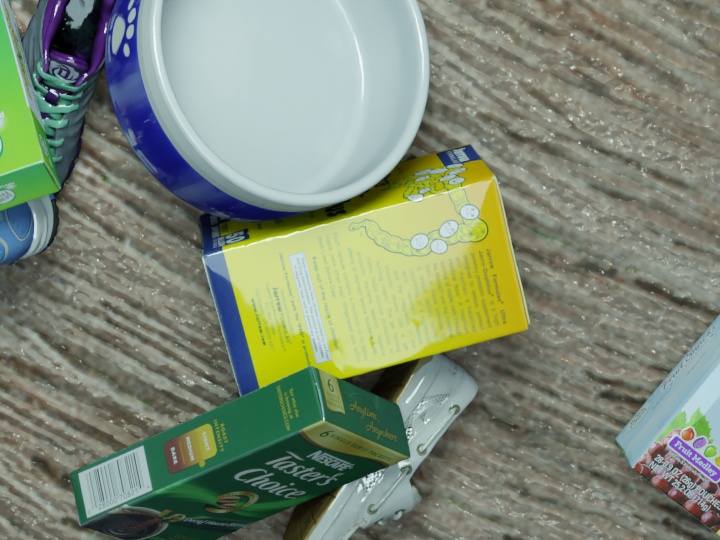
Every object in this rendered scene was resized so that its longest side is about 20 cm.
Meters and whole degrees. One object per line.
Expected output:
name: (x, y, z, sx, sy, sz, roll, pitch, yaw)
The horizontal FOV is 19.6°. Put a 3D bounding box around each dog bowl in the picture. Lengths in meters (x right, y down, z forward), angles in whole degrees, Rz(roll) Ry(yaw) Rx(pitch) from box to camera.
dog bowl: (-0.059, -0.133, 1.328, 0.199, 0.079, 0.201, 6, 79, -30)

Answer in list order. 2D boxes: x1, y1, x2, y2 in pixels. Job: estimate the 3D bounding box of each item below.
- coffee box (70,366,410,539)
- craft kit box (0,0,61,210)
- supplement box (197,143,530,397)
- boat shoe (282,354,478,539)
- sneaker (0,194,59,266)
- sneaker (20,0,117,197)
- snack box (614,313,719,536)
coffee box: (-0.080, 0.131, 1.395, 0.199, 0.123, 0.044, -24, 63, 20)
craft kit box: (-0.308, -0.108, 1.314, 0.199, 0.049, 0.198, -19, 66, -1)
supplement box: (0.000, 0.000, 1.402, 0.199, 0.109, 0.110, -15, 106, -2)
boat shoe: (0.013, 0.148, 1.462, 0.069, 0.071, 0.200, 32, 100, -16)
sneaker: (-0.290, -0.071, 1.346, 0.199, 0.077, 0.076, 32, 119, 10)
sneaker: (-0.208, -0.117, 1.360, 0.074, 0.088, 0.201, 19, 102, -10)
snack box: (0.312, 0.124, 1.488, 0.200, 0.068, 0.169, 38, 98, -15)
